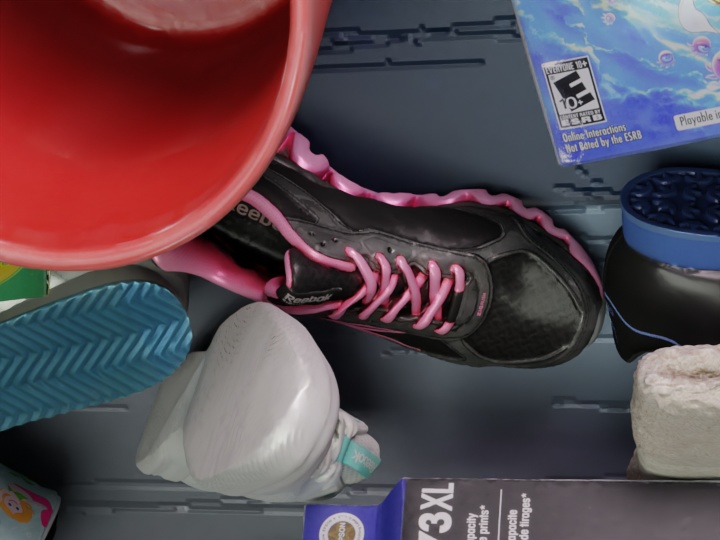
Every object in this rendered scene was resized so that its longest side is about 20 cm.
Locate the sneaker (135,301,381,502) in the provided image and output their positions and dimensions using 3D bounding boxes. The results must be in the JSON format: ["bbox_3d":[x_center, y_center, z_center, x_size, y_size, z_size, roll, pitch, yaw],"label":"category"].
[{"bbox_3d":[-0.028,0.065,0.794,0.088,0.200,0.075,23,79,-13],"label":"sneaker"}]

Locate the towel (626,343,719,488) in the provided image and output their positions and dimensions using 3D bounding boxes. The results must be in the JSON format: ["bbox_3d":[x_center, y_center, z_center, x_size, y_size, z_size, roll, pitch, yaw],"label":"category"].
[{"bbox_3d":[0.203,0.064,0.750,0.200,0.035,0.133,1,152,7],"label":"towel"}]

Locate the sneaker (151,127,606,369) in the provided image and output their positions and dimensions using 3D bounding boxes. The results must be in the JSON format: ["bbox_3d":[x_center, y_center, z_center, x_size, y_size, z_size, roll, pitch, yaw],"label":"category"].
[{"bbox_3d":[0.000,0.000,0.789,0.200,0.095,0.079,18,113,6],"label":"sneaker"}]

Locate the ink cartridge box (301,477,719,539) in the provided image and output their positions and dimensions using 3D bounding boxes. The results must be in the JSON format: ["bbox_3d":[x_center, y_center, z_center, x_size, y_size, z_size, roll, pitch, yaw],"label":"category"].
[{"bbox_3d":[0.068,0.130,0.757,0.200,0.095,0.037,-2,150,13],"label":"ink cartridge box"}]

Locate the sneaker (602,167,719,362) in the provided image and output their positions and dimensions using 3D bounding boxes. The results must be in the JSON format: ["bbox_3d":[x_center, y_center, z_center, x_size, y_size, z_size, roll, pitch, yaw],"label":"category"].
[{"bbox_3d":[0.195,0.014,0.763,0.200,0.070,0.078,11,127,12],"label":"sneaker"}]

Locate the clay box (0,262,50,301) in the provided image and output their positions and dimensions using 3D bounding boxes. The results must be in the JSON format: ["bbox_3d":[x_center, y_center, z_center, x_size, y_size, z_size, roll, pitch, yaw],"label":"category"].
[{"bbox_3d":[-0.206,-0.017,0.747,0.200,0.115,0.048,-5,108,-25],"label":"clay box"}]

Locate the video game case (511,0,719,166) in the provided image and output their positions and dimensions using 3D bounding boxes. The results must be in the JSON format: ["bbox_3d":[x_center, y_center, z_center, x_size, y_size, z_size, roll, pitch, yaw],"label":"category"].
[{"bbox_3d":[0.138,-0.141,0.646,0.200,0.045,0.181,-11,108,23],"label":"video game case"}]

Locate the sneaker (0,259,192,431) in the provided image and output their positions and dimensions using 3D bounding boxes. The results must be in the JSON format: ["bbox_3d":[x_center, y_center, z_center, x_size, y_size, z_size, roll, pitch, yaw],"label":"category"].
[{"bbox_3d":[-0.170,0.023,0.830,0.200,0.081,0.077,-9,125,1],"label":"sneaker"}]

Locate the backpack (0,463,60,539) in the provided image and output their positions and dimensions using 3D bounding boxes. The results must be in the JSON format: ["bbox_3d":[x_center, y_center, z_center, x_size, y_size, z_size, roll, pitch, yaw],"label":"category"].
[{"bbox_3d":[-0.231,0.155,0.873,0.151,0.178,0.200,43,113,-11],"label":"backpack"}]

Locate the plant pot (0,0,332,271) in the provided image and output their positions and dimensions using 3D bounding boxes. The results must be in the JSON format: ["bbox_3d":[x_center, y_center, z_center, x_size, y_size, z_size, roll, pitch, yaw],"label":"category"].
[{"bbox_3d":[-0.089,-0.125,0.710,0.200,0.177,0.201,6,115,12],"label":"plant pot"}]
